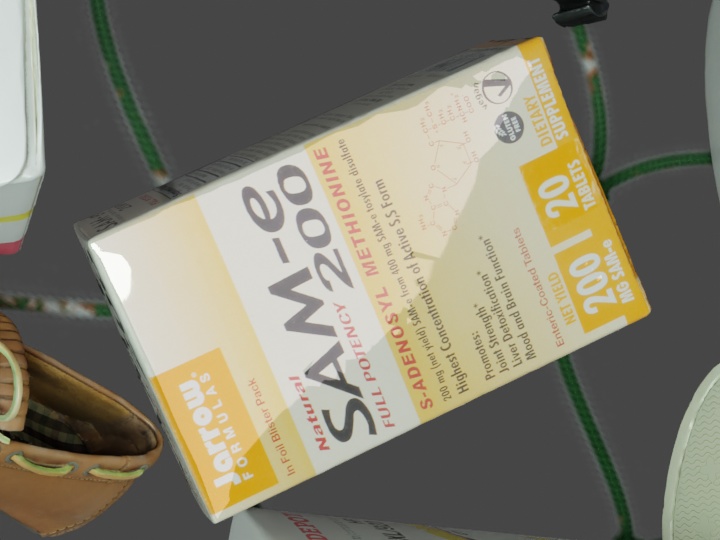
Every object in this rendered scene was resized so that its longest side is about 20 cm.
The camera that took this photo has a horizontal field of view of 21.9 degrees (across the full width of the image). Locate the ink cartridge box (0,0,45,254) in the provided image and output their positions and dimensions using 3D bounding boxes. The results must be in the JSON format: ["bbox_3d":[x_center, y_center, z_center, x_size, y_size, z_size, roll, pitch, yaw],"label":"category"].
[{"bbox_3d":[-0.185,-0.053,0.634,0.145,0.200,0.084,-2,85,-14],"label":"ink cartridge box"}]

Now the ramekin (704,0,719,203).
[{"bbox_3d":[0.210,-0.052,0.745,0.098,0.200,0.201,-11,99,-5],"label":"ramekin"}]

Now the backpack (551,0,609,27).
[{"bbox_3d":[0.027,-0.186,0.691,0.200,0.183,0.147,8,88,-9],"label":"backpack"}]

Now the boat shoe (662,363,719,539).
[{"bbox_3d":[0.181,0.137,0.833,0.068,0.072,0.200,-4,91,-52],"label":"boat shoe"}]

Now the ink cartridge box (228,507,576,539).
[{"bbox_3d":[0.046,0.187,0.752,0.200,0.147,0.145,8,93,-15],"label":"ink cartridge box"}]

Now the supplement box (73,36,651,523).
[{"bbox_3d":[0.000,0.000,0.757,0.200,0.074,0.126,-26,101,-10],"label":"supplement box"}]

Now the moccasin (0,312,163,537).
[{"bbox_3d":[-0.146,0.041,0.678,0.078,0.074,0.201,-31,137,17],"label":"moccasin"}]
